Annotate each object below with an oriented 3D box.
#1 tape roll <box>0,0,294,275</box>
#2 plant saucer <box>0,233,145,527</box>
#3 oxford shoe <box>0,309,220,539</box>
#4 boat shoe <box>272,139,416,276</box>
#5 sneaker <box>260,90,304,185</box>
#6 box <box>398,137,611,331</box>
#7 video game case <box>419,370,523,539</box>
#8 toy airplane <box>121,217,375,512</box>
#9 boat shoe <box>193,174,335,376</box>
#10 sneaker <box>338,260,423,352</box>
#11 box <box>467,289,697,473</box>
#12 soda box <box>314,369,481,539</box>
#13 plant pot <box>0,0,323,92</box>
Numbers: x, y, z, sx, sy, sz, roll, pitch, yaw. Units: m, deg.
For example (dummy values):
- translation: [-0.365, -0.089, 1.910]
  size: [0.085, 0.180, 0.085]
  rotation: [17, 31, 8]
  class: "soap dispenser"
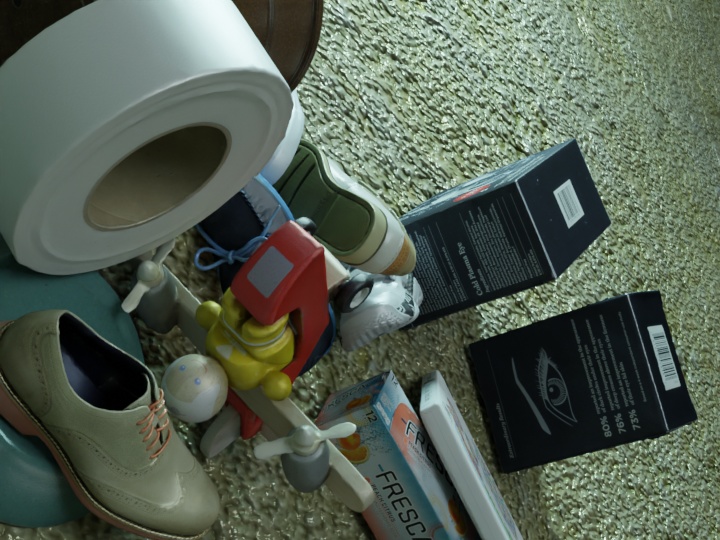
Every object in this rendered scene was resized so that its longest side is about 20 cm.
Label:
- translation: [-0.142, -0.084, 0.703]
  size: [0.071, 0.202, 0.202]
  rotation: [55, 29, 15]
  class: "tape roll"
- translation: [-0.204, 0.062, 0.728]
  size: [0.199, 0.036, 0.202]
  rotation: [33, 47, -43]
  class: "plant saucer"
- translation: [-0.145, 0.101, 0.691]
  size: [0.200, 0.073, 0.071]
  rotation: [48, 38, -31]
  class: "oxford shoe"
- translation: [-0.022, -0.048, 0.962]
  size: [0.068, 0.075, 0.200]
  rotation: [32, 10, -38]
  class: "boat shoe"
- translation: [-0.096, -0.157, 0.992]
  size: [0.070, 0.073, 0.202]
  rotation: [30, 39, -33]
  class: "sneaker"
- translation: [0.134, -0.040, 1.157]
  size: [0.200, 0.181, 0.105]
  rotation: [-34, 100, -58]
  class: "box"
- translation: [0.109, 0.199, 1.049]
  size: [0.202, 0.024, 0.182]
  rotation: [63, 5, -2]
  class: "video game case"
- translation: [-0.085, 0.070, 0.784]
  size: [0.141, 0.199, 0.201]
  rotation: [-26, 107, -44]
  class: "toy airplane"
- translation: [-0.080, -0.003, 0.910]
  size: [0.201, 0.084, 0.069]
  rotation: [56, 38, -17]
  class: "boat shoe"
- translation: [0.000, 0.000, 1.008]
  size: [0.116, 0.075, 0.200]
  rotation: [63, 11, -2]
  class: "sneaker"
- translation: [0.236, 0.120, 1.204]
  size: [0.104, 0.199, 0.150]
  rotation: [-2, 75, -56]
  class: "box"
- translation: [0.038, 0.192, 0.985]
  size: [0.201, 0.068, 0.064]
  rotation: [61, 25, -15]
  class: "soda box"
- translation: [-0.162, -0.192, 0.802]
  size: [0.198, 0.199, 0.202]
  rotation: [-27, 96, -51]
  class: "plant pot"
